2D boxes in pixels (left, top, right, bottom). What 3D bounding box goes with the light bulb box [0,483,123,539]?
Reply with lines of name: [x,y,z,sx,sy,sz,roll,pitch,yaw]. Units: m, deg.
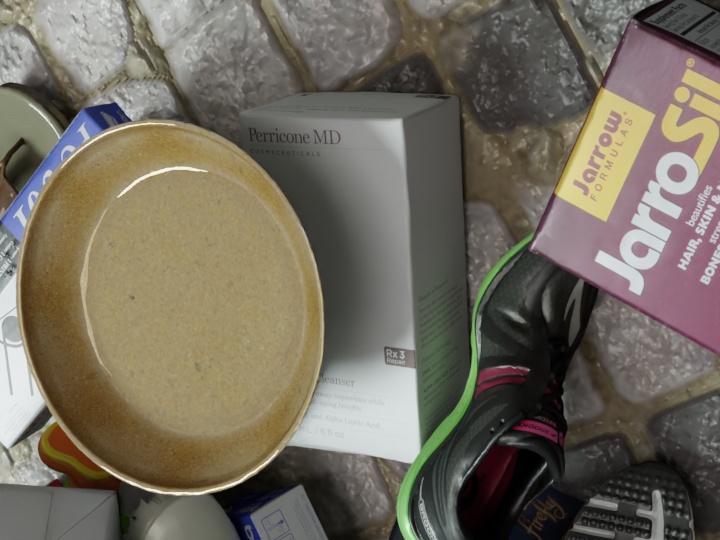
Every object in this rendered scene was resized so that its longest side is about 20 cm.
light bulb box: [-0.209,0.256,0.751,0.123,0.201,0.201,5,147,-3]

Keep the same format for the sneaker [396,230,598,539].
sneaker: [0.091,0.073,0.696,0.083,0.076,0.203,20,89,58]

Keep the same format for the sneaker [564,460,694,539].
sneaker: [0.151,0.208,0.752,0.073,0.080,0.203,16,96,24]

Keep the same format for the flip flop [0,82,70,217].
flip flop: [-0.237,-0.027,0.874,0.080,0.057,0.203,23,115,18]

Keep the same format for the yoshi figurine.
yoshi figurine: [-0.173,0.148,0.862,0.110,0.113,0.202,-3,138,-7]

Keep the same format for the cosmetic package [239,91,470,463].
cosmetic package: [0.000,0.000,0.750,0.111,0.081,0.203,3,109,28]

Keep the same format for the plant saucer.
plant saucer: [-0.100,0.019,0.697,0.197,0.035,0.204,3,98,25]

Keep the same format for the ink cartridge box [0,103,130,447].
ink cartridge box: [-0.184,0.005,0.781,0.094,0.044,0.200,43,110,4]

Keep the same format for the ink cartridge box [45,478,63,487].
ink cartridge box: [-0.232,0.284,0.958,0.145,0.083,0.201,-38,87,31]

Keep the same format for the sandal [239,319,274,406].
sandal: [-0.091,0.086,0.785,0.203,0.049,0.084,125,130,-61]

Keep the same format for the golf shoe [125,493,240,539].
golf shoe: [-0.078,0.216,0.787,0.097,0.078,0.202,21,139,43]

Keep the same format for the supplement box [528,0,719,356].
supplement box: [0.204,-0.031,0.623,0.198,0.103,0.132,29,118,16]

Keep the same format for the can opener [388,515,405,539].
can opener: [0.040,0.206,0.810,0.077,0.064,0.202,-2,127,-17]

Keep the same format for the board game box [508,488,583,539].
board game box: [0.077,0.246,0.759,0.034,0.135,0.203,18,113,20]

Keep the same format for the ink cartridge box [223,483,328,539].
ink cartridge box: [-0.029,0.242,0.836,0.202,0.044,0.094,64,152,0]
